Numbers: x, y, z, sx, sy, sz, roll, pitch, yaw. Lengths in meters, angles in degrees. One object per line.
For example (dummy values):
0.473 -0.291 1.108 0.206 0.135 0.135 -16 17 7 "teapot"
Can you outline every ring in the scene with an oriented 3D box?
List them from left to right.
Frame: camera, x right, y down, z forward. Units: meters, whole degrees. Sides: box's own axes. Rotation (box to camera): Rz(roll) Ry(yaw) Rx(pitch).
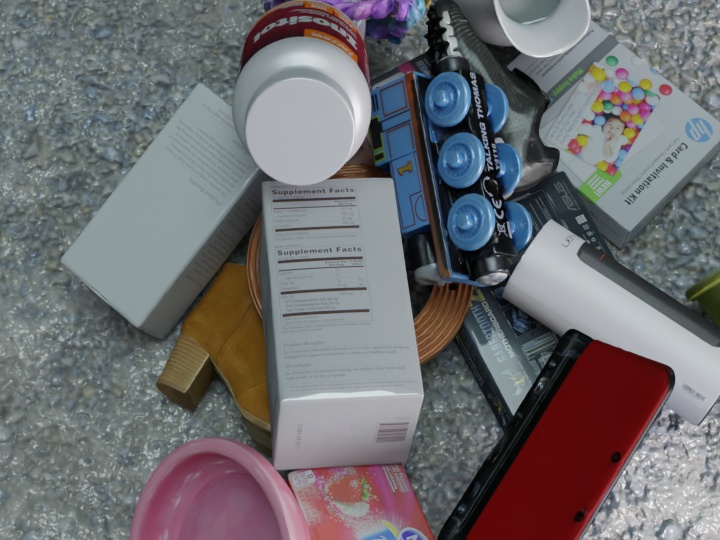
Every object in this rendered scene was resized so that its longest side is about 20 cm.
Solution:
0.000 0.000 1.205 0.198 0.019 0.203 3 65 -6 "ring"

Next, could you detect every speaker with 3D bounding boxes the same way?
0.219 0.043 1.168 0.199 0.081 0.081 34 67 12 "speaker"

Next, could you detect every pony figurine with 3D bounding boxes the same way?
-0.027 -0.246 1.287 0.191 0.200 0.168 -21 111 -6 "pony figurine"

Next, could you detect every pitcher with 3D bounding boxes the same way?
0.137 -0.291 1.292 0.120 0.200 0.173 -17 106 -1 "pitcher"

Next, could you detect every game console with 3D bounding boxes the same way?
0.163 0.162 1.078 0.118 0.172 0.201 30 82 31 "game console"

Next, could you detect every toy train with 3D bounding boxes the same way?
0.074 -0.078 1.179 0.114 0.086 0.202 -20 73 37 "toy train"

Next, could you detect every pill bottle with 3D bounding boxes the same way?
-0.047 -0.144 1.133 0.111 0.114 0.200 1 24 -2 "pill bottle"

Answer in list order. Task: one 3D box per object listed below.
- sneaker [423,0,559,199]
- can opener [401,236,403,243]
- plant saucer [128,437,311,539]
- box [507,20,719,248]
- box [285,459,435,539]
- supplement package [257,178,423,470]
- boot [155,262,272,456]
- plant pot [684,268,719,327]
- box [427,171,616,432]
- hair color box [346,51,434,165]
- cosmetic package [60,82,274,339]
0.122 -0.159 1.260 0.090 0.067 0.202 -15 73 -15 "sneaker"
0.001 0.043 1.225 0.066 0.053 0.202 11 65 -1 "can opener"
-0.103 0.232 1.080 0.051 0.200 0.202 7 55 -46 "plant saucer"
0.226 -0.140 1.332 0.200 0.041 0.156 43 70 15 "box"
0.014 0.251 1.087 0.094 0.100 0.201 -15 59 -17 "box"
-0.021 0.040 1.097 0.108 0.114 0.202 -2 57 -8 "supplement package"
-0.064 0.079 1.197 0.200 0.071 0.145 26 66 14 "boot"
0.408 0.055 1.182 0.199 0.201 0.186 -24 79 -14 "plant pot"
0.158 0.029 1.242 0.156 0.051 0.201 -23 69 -13 "box"
0.007 -0.112 1.296 0.199 0.061 0.100 -30 70 -15 "hair color box"
-0.157 -0.051 1.221 0.101 0.074 0.201 38 89 17 "cosmetic package"
